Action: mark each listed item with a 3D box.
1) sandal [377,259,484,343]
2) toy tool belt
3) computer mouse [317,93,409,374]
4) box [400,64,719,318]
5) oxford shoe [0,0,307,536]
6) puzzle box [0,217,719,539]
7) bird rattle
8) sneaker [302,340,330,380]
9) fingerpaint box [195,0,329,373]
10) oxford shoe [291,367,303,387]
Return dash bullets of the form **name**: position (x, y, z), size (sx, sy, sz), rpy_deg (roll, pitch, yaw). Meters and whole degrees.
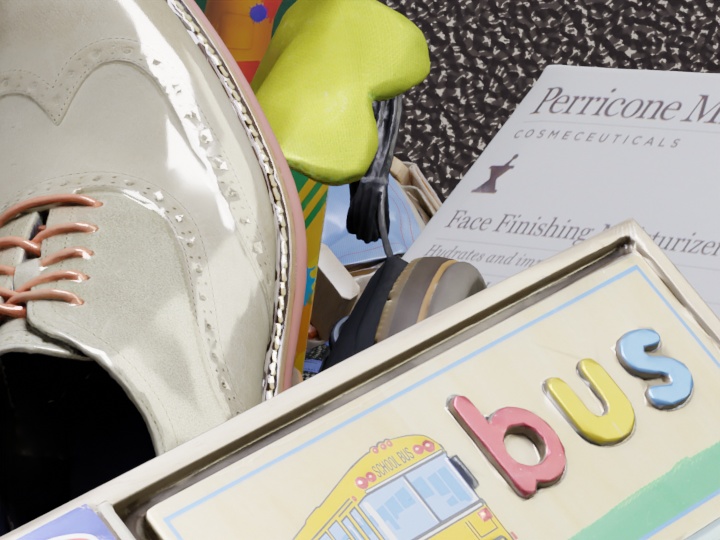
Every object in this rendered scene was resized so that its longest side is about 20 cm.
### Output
- **sandal**: position (0.029, 0.086, 0.615), size (0.082, 0.054, 0.201), rpy_deg (82, 5, -45)
- **toy tool belt**: position (-0.035, -0.024, 1.266), size (0.200, 0.125, 0.123), rpy_deg (52, -5, 39)
- **computer mouse**: position (0.000, 0.000, 0.902), size (0.201, 0.034, 0.059), rpy_deg (-95, -165, -48)
- **box**: position (0.137, 0.051, 0.941), size (0.198, 0.131, 0.200), rpy_deg (7, -39, 49)
- **oxford shoe**: position (-0.054, 0.007, 0.633), size (0.074, 0.071, 0.201), rpy_deg (35, 35, -57)
- **puzzle box**: position (0.024, 0.076, 0.555), size (0.133, 0.200, 0.025), rpy_deg (50, -41, 16)
- **bird rattle**: position (-0.089, -0.070, 0.802), size (0.200, 0.113, 0.163), rpy_deg (22, 25, -48)
- **sneaker**: position (-0.007, 0.060, 1.046), size (0.075, 0.078, 0.200), rpy_deg (50, 3, -3)
- **fingerpaint box**: position (-0.066, -0.073, 1.003), size (0.073, 0.168, 0.200), rpy_deg (2, 22, -16)
- **oxford shoe**: position (-0.023, 0.067, 0.765), size (0.071, 0.071, 0.200), rpy_deg (45, 2, -4)
